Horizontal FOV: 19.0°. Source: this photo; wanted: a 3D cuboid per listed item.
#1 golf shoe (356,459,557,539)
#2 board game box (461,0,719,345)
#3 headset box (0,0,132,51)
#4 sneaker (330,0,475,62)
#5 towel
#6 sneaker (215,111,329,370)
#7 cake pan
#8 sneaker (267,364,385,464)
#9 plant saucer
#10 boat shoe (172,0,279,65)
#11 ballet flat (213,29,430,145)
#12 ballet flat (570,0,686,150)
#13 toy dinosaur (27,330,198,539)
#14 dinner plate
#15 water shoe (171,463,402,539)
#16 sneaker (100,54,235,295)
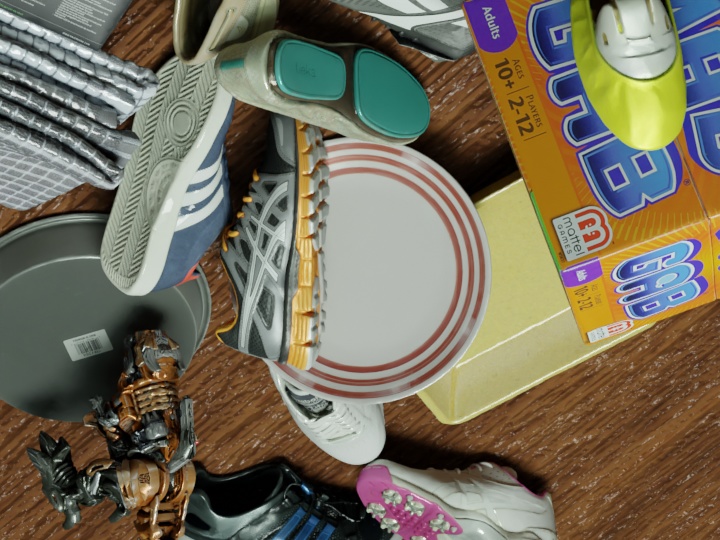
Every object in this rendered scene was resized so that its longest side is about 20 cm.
[{"bbox_3d":[0.084,0.197,1.824,0.200,0.092,0.075,30,145,-24],"label":"golf shoe"},{"bbox_3d":[0.204,-0.094,1.459,0.200,0.200,0.200,-20,162,4],"label":"board game box"},{"bbox_3d":[-0.193,-0.267,1.352,0.174,0.093,0.200,22,123,-26],"label":"headset box"},{"bbox_3d":[0.040,-0.183,1.488,0.200,0.066,0.091,1,128,-15],"label":"sneaker"},{"bbox_3d":[-0.259,-0.107,1.444,0.200,0.086,0.166,23,156,-29],"label":"towel"},{"bbox_3d":[-0.064,-0.028,1.563,0.077,0.078,0.200,4,96,10],"label":"sneaker"},{"bbox_3d":[-0.213,0.044,1.656,0.200,0.037,0.200,-6,132,-7],"label":"cake pan"},{"bbox_3d":[-0.032,0.101,1.714,0.076,0.081,0.200,-24,132,8],"label":"sneaker"},{"bbox_3d":[0.104,0.010,1.682,0.200,0.048,0.200,-28,130,14],"label":"plant saucer"},{"bbox_3d":[-0.088,-0.220,1.418,0.065,0.072,0.200,-25,145,-33],"label":"boat shoe"},{"bbox_3d":[-0.027,-0.131,1.510,0.062,0.068,0.200,-3,169,35],"label":"ballet flat"},{"bbox_3d":[0.163,-0.175,1.345,0.067,0.200,0.067,-7,163,-3],"label":"ballet flat"},{"bbox_3d":[-0.172,0.149,1.617,0.102,0.200,0.136,28,156,-38],"label":"toy dinosaur"},{"bbox_3d":[0.000,0.000,1.605,0.200,0.024,0.200,1,94,10],"label":"dinner plate"},{"bbox_3d":[-0.057,0.205,1.805,0.200,0.072,0.079,0,128,-12],"label":"water shoe"},{"bbox_3d":[-0.121,-0.074,1.559,0.084,0.075,0.200,-3,127,-45],"label":"sneaker"}]
